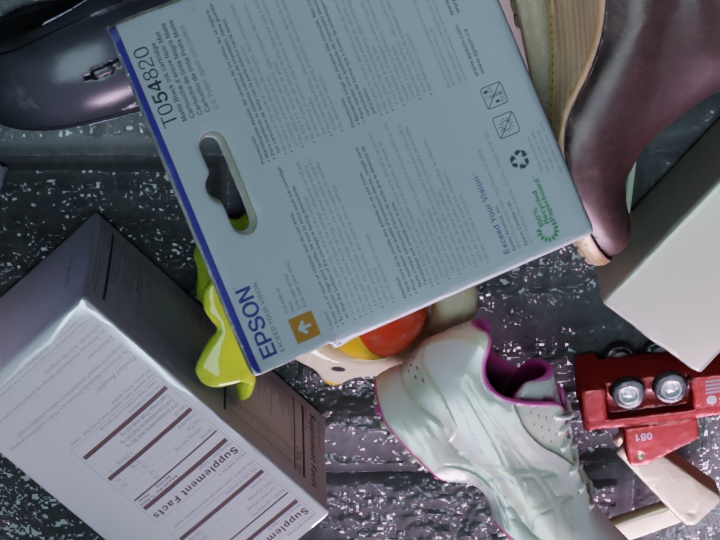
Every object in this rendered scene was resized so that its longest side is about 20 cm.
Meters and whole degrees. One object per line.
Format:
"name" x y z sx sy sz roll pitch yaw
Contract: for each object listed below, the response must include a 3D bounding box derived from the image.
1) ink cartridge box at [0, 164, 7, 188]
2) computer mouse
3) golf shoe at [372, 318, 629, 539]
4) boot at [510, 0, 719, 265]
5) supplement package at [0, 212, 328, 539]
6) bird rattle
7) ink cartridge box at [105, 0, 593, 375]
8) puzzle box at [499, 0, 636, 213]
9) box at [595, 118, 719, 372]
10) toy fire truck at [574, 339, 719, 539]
"ink cartridge box" -0.315 0.002 1.245 0.129 0.125 0.200 35 112 -18
"computer mouse" -0.134 -0.147 1.212 0.200 0.046 0.140 -12 119 6
"golf shoe" 0.101 0.109 1.288 0.200 0.075 0.092 41 105 -18
"boot" 0.175 -0.104 1.196 0.166 0.072 0.200 -11 115 7
"supplement package" -0.125 0.086 1.300 0.110 0.114 0.200 -40 111 17
"bird rattle" 0.000 0.000 1.274 0.200 0.113 0.163 -26 138 16
"ink cartridge box" -0.006 -0.071 1.144 0.200 0.041 0.200 -22 92 -13
"puzzle box" 0.095 -0.126 1.239 0.133 0.025 0.200 2 118 -2
"box" 0.228 -0.043 1.261 0.082 0.068 0.200 36 112 -18
"toy fire truck" 0.184 0.113 1.356 0.200 0.049 0.141 -7 119 2
